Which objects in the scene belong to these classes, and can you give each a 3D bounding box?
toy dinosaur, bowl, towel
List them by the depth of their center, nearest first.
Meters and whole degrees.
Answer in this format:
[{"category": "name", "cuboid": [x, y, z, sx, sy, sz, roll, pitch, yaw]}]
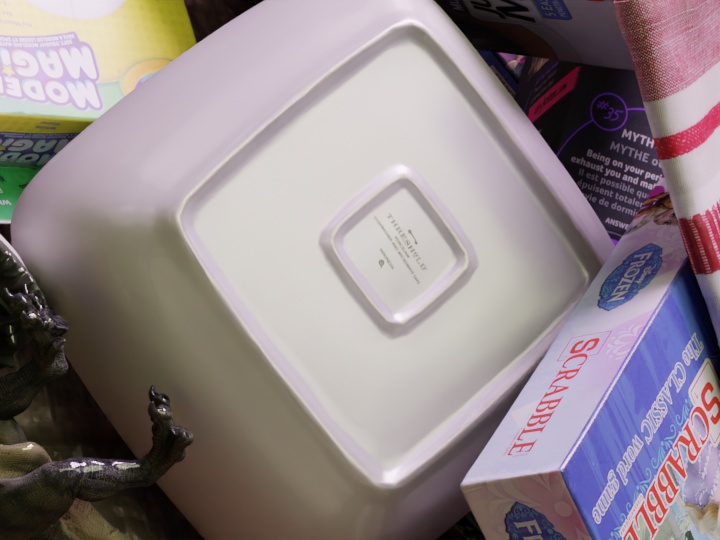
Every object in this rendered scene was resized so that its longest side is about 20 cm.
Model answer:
[{"category": "toy dinosaur", "cuboid": [-0.109, 0.064, 0.736, 0.200, 0.088, 0.047, 34, 11, -22]}, {"category": "bowl", "cuboid": [0.000, 0.000, 0.795, 0.200, 0.075, 0.200, -39, 98, -25]}, {"category": "towel", "cuboid": [0.155, -0.020, 0.806, 0.144, 0.023, 0.200, -31, 106, -54]}]

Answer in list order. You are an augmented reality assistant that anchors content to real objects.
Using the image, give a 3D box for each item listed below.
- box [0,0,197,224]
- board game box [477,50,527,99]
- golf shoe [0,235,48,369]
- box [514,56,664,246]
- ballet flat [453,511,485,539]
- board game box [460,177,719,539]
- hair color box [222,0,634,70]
[{"category": "box", "cuboid": [-0.128, -0.109, 0.856, 0.117, 0.048, 0.200, 1, 64, -41]}, {"category": "board game box", "cuboid": [0.157, -0.064, 1.081, 0.200, 0.043, 0.199, 50, 41, -3]}, {"category": "golf shoe", "cuboid": [-0.188, -0.032, 0.731, 0.200, 0.077, 0.088, 31, 28, -32]}, {"category": "box", "cuboid": [0.138, -0.079, 0.952, 0.122, 0.106, 0.200, 20, 77, -10]}, {"category": "ballet flat", "cuboid": [0.018, 0.037, 0.883, 0.200, 0.074, 0.074, 50, 42, -5]}, {"category": "board game box", "cuboid": [0.128, 0.096, 0.788, 0.200, 0.041, 0.200, 63, 38, -21]}, {"category": "hair color box", "cuboid": [0.026, -0.137, 0.869, 0.111, 0.200, 0.064, 44, 61, -61]}]
